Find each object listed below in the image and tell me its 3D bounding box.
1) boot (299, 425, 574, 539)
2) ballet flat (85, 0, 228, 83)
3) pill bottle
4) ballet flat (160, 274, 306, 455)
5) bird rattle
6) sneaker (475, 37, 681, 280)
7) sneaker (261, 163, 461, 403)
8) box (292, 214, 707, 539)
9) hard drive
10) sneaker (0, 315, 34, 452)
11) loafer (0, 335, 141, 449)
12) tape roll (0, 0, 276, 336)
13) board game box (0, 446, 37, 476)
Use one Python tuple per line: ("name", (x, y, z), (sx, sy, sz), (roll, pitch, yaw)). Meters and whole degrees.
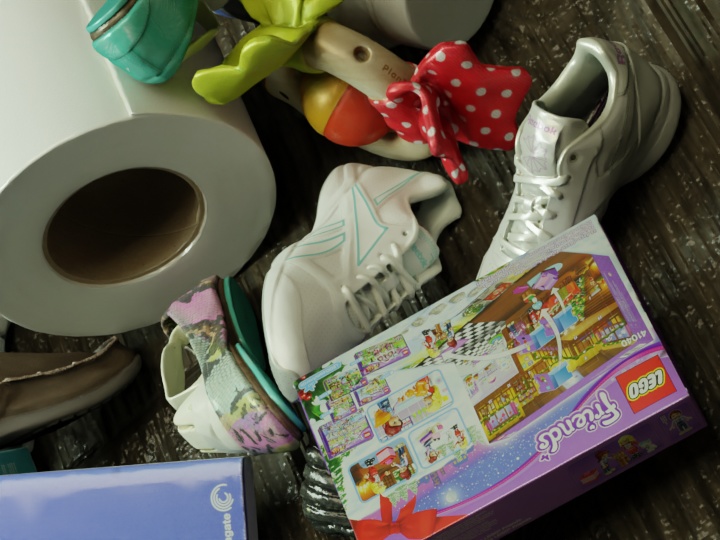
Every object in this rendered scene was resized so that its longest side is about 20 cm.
("boot", (0.025, 0.161, 1.487), (0.157, 0.079, 0.212), (10, 65, 32))
("ballet flat", (-0.113, -0.176, 1.613), (0.067, 0.070, 0.200), (-32, 23, 32))
("pill bottle", (-0.014, -0.204, 1.672), (0.199, 0.114, 0.114), (17, 79, 41))
("ballet flat", (-0.085, 0.068, 1.592), (0.071, 0.069, 0.200), (-34, 29, 2))
("bird rattle", (0.005, -0.118, 1.593), (0.199, 0.163, 0.113), (21, 77, 2))
("sneaker", (0.107, -0.045, 1.515), (0.075, 0.100, 0.201), (24, 85, 39))
("sneaker", (0.000, 0.000, 1.556), (0.080, 0.071, 0.201), (-3, 39, 26))
("box", (0.074, 0.074, 1.442), (0.199, 0.039, 0.137), (-29, 51, 7))
("hard drive", (-0.159, 0.186, 1.581), (0.199, 0.025, 0.133), (-5, 86, 13))
("sneaker", (-0.279, 0.067, 1.753), (0.077, 0.091, 0.201), (-32, 53, 21))
("loafer", (-0.231, 0.078, 1.660), (0.073, 0.199, 0.071), (-29, 84, 61))
("tape roll", (-0.168, -0.075, 1.667), (0.202, 0.202, 0.140), (-38, 50, 16))
("board game box", (-0.273, 0.220, 1.666), (0.199, 0.047, 0.152), (-25, 82, 25))
